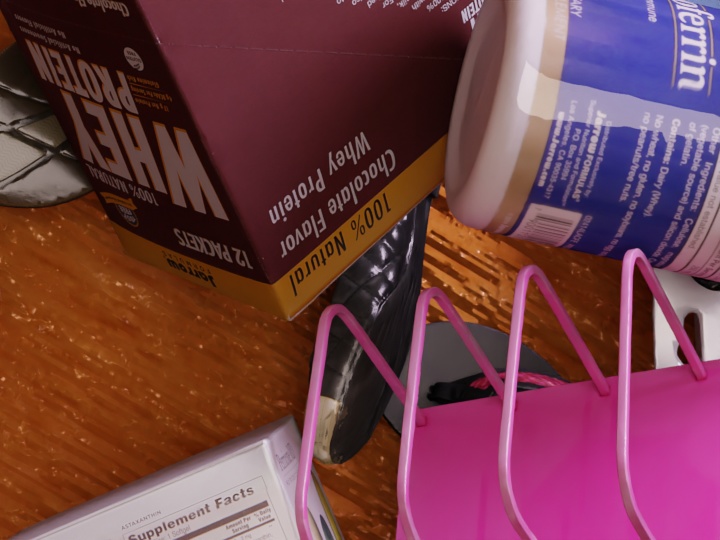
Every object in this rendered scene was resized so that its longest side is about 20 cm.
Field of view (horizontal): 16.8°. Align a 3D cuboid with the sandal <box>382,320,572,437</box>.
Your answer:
[{"bbox_3d":[0.093,0.086,1.188,0.199,0.045,0.075,34,79,12],"label":"sandal"}]

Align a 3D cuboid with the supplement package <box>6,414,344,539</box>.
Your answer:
[{"bbox_3d":[-0.065,0.190,1.101,0.150,0.152,0.201,-23,90,3],"label":"supplement package"}]

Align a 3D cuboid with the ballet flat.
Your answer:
[{"bbox_3d":[0.000,0.000,1.188,0.056,0.067,0.201,7,68,15],"label":"ballet flat"}]

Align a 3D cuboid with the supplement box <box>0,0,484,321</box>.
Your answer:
[{"bbox_3d":[-0.041,-0.127,1.095,0.197,0.132,0.201,-42,127,-24],"label":"supplement box"}]

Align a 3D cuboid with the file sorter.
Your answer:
[{"bbox_3d":[0.086,0.078,1.035,0.199,0.126,0.140,-11,51,22],"label":"file sorter"}]

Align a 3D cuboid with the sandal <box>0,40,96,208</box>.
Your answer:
[{"bbox_3d":[-0.123,-0.100,1.183,0.082,0.055,0.200,43,65,-6],"label":"sandal"}]

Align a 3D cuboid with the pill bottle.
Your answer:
[{"bbox_3d":[0.144,-0.056,1.054,0.199,0.116,0.117,12,83,-9],"label":"pill bottle"}]

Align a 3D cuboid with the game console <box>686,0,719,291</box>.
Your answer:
[{"bbox_3d":[0.190,-0.123,1.162,0.172,0.119,0.201,-26,63,-3],"label":"game console"}]

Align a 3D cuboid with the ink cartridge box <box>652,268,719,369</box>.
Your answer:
[{"bbox_3d":[0.233,0.040,1.226,0.198,0.067,0.117,-1,87,-11],"label":"ink cartridge box"}]
